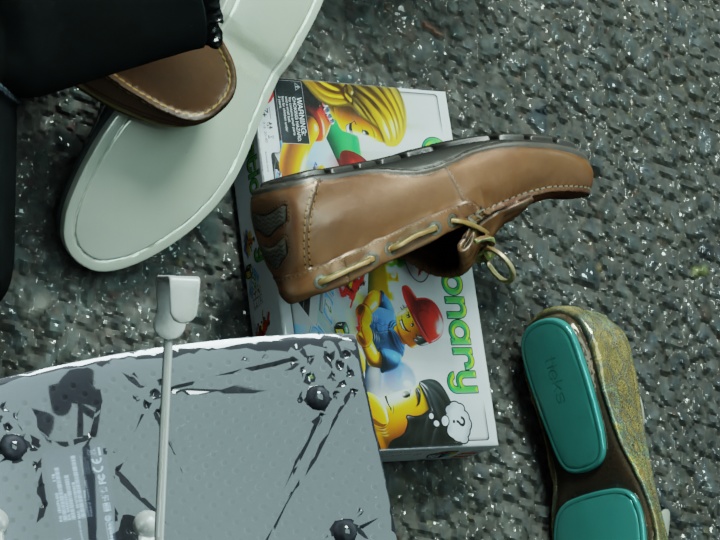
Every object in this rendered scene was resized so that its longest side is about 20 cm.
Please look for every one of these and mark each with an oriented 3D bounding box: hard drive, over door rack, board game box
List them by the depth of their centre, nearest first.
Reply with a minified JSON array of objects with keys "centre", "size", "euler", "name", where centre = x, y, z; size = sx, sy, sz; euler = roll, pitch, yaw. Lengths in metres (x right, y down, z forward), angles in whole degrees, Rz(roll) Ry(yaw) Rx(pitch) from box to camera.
[{"centre":[-0.148,0.088,0.793],"size":[0.148,0.067,0.200],"euler":[2,103,-17],"name":"over door rack"},{"centre":[-0.087,0.104,0.886],"size":[0.200,0.042,0.135],"euler":[-8,80,-23],"name":"hard drive"},{"centre":[0.000,0.000,1.003],"size":[0.126,0.035,0.200],"euler":[1,75,-34],"name":"board game box"}]

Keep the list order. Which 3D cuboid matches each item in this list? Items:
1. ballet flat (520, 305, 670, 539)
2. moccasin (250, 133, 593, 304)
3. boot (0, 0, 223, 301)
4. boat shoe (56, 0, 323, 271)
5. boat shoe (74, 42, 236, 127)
[{"centre":[0.137,0.116,1.044],"size":[0.071,0.071,0.200],"euler":[-3,77,-35],"name":"ballet flat"},{"centre":[0.039,-0.025,0.972],"size":[0.201,0.074,0.078],"euler":[-15,93,-41],"name":"moccasin"},{"centre":[-0.134,-0.085,0.803],"size":[0.162,0.073,0.198],"euler":[-24,125,-14],"name":"boot"},{"centre":[-0.091,-0.087,0.954],"size":[0.073,0.062,0.200],"euler":[41,75,-34],"name":"boat shoe"},{"centre":[-0.128,-0.135,0.853],"size":[0.072,0.068,0.200],"euler":[-48,116,-8],"name":"boat shoe"}]
